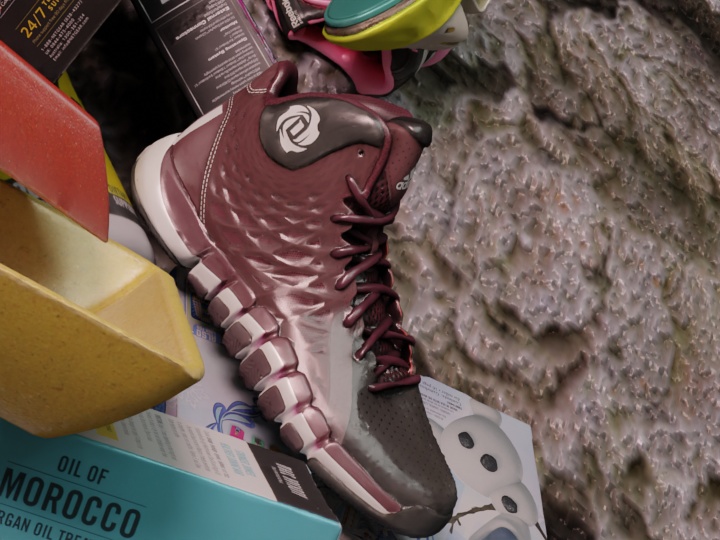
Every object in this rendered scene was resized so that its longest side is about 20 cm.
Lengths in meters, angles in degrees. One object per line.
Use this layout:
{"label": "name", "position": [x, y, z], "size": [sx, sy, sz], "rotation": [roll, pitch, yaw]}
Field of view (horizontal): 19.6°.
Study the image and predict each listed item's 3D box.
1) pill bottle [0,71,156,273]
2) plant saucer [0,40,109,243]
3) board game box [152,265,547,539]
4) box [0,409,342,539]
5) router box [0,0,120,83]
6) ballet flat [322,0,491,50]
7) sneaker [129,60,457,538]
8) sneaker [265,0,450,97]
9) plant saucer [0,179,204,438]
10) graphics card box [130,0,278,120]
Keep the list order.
{"label": "pill bottle", "position": [-0.175, -0.060, 0.878], "size": [0.114, 0.114, 0.201], "rotation": [-2, 56, -49]}
{"label": "plant saucer", "position": [-0.183, -0.103, 0.722], "size": [0.199, 0.037, 0.200], "rotation": [36, -3, 23]}
{"label": "board game box", "position": [-0.004, 0.118, 0.860], "size": [0.199, 0.043, 0.200], "rotation": [25, 38, -28]}
{"label": "box", "position": [-0.111, 0.067, 0.715], "size": [0.199, 0.049, 0.082], "rotation": [20, 6, -14]}
{"label": "router box", "position": [-0.157, -0.167, 0.854], "size": [0.157, 0.052, 0.200], "rotation": [39, 15, -11]}
{"label": "ballet flat", "position": [0.047, -0.167, 1.194], "size": [0.200, 0.066, 0.067], "rotation": [-54, 131, -41]}
{"label": "sneaker", "position": [0.000, 0.000, 0.833], "size": [0.201, 0.115, 0.076], "rotation": [53, 17, 12]}
{"label": "sneaker", "position": [-0.033, -0.179, 1.215], "size": [0.200, 0.079, 0.096], "rotation": [42, 45, -7]}
{"label": "plant saucer", "position": [-0.155, -0.011, 0.695], "size": [0.199, 0.049, 0.200], "rotation": [30, 4, -12]}
{"label": "graphics card box", "position": [-0.063, -0.094, 1.050], "size": [0.201, 0.051, 0.126], "rotation": [59, 1, 20]}
